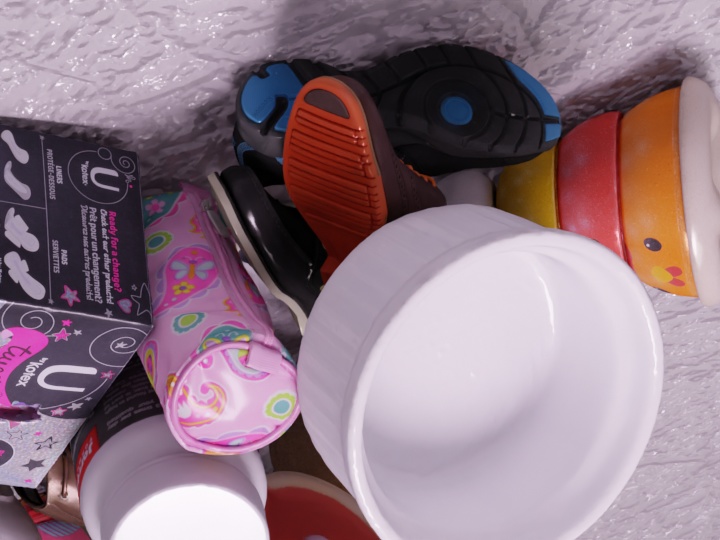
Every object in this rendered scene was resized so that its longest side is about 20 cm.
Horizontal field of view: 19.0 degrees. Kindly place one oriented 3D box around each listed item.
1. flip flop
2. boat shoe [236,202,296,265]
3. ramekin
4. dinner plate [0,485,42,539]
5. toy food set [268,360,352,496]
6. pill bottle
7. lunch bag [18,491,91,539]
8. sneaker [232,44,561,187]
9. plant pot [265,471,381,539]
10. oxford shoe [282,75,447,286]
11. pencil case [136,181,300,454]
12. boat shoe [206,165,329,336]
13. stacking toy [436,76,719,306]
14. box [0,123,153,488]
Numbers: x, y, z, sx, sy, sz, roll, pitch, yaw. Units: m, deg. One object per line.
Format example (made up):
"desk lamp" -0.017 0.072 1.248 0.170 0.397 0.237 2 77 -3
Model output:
"flip flop" -0.209 0.126 1.434 0.081 0.058 0.200 -21 111 46
"boat shoe" 0.000 0.000 1.435 0.199 0.063 0.075 15 140 -41
"ramekin" 0.061 0.060 1.202 0.199 0.098 0.202 -10 113 -26
"dinner plate" -0.287 0.121 1.402 0.024 0.200 0.200 -58 144 -2
"toy food set" 0.028 0.113 1.504 0.199 0.199 0.049 -15 133 -1
"pill bottle" -0.120 0.114 1.318 0.113 0.200 0.115 -6 120 -10
"lunch bag" -0.164 0.186 1.587 0.175 0.083 0.200 -16 177 2
"sneaker" 0.020 -0.087 1.297 0.198 0.074 0.082 1 151 -9
"plant pot" -0.066 0.240 1.399 0.200 0.201 0.178 12 127 -40
"oxford shoe" 0.008 -0.044 1.246 0.073 0.071 0.201 -45 145 -28
"pencil case" -0.096 0.025 1.280 0.087 0.200 0.088 -8 122 -13
"boat shoe" -0.034 -0.009 1.321 0.063 0.074 0.202 -30 142 5
"stacking toy" 0.140 -0.043 1.396 0.199 0.147 0.146 -5 153 15
"box" -0.212 0.026 1.290 0.114 0.133 0.200 9 143 -26
